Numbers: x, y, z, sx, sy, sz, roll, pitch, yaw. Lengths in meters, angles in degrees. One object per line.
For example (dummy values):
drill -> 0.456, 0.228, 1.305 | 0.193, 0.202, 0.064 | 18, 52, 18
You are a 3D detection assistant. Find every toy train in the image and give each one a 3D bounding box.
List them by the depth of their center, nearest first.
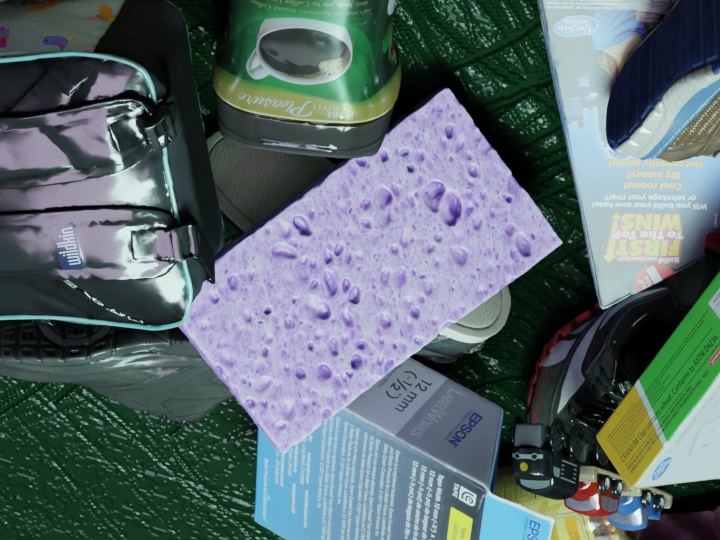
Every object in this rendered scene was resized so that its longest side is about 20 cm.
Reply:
toy train -> 0.132, 0.117, 1.624 | 0.034, 0.046, 0.200 | 0, 169, 27

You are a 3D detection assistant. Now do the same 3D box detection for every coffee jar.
coffee jar -> -0.025, -0.153, 1.525 | 0.104, 0.085, 0.200 | 7, 129, 1

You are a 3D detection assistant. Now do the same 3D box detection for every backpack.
backpack -> -0.182, -0.063, 1.548 | 0.199, 0.153, 0.176 | -6, 120, 8

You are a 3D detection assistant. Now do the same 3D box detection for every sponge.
sponge -> 0.000, 0.000, 1.600 | 0.200, 0.030, 0.112 | -37, 98, -4

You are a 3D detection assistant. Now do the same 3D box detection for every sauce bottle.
sauce bottle -> 0.072, 0.156, 1.776 | 0.200, 0.066, 0.066 | -11, 126, 23

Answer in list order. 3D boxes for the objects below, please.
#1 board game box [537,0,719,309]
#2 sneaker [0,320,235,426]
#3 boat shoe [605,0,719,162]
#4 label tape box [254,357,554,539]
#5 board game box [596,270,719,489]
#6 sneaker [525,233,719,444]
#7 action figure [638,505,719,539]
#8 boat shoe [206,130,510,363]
board game box -> 0.185, -0.077, 1.556 | 0.199, 0.062, 0.200 | 1, 123, -2
sneaker -> -0.130, 0.055, 1.723 | 0.199, 0.076, 0.091 | 0, 134, 11
boat shoe -> 0.194, -0.112, 1.427 | 0.072, 0.072, 0.200 | 11, 158, -17
label tape box -> 0.034, 0.129, 1.685 | 0.200, 0.066, 0.143 | 27, 139, 21
board game box -> 0.246, 0.051, 1.598 | 0.200, 0.040, 0.153 | -1, 137, -42
sneaker -> 0.154, 0.058, 1.662 | 0.071, 0.098, 0.201 | 25, 130, -14
action figure -> 0.187, 0.224, 1.724 | 0.149, 0.200, 0.134 | 8, 129, 3
boat shoe -> -0.013, -0.010, 1.654 | 0.200, 0.072, 0.068 | 31, 153, -9
